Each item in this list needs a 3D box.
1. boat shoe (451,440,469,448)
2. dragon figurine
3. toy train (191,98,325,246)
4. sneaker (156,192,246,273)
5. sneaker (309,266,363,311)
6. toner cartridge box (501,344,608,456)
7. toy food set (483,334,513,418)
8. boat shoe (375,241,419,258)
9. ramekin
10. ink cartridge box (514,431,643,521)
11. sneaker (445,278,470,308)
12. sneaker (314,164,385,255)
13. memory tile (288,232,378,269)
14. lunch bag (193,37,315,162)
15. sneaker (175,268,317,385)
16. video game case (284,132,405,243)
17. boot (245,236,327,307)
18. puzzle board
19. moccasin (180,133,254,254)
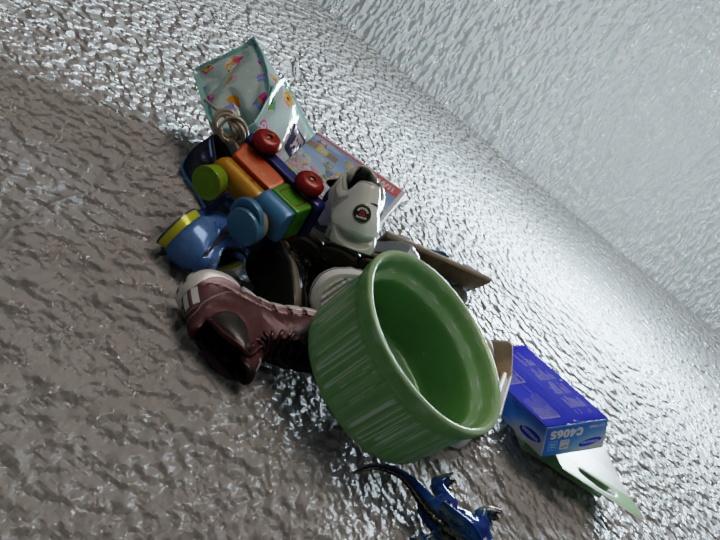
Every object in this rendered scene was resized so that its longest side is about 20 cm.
[{"bbox_3d":[0.141,0.160,1.566,0.073,0.067,0.200,40,16,2],"label":"boat shoe"},{"bbox_3d":[0.085,0.245,1.228,0.199,0.059,0.100,38,16,-6],"label":"dragon figurine"},{"bbox_3d":[-0.142,-0.109,1.416,0.200,0.085,0.115,44,35,15],"label":"toy train"},{"bbox_3d":[-0.155,-0.033,1.430,0.078,0.066,0.200,45,18,0],"label":"sneaker"},{"bbox_3d":[0.007,0.041,1.405,0.199,0.079,0.079,26,7,-42],"label":"sneaker"},{"bbox_3d":[0.218,0.162,1.651,0.094,0.044,0.200,-5,27,-25],"label":"toner cartridge box"},{"bbox_3d":[0.093,0.113,1.459,0.142,0.061,0.200,1,11,12],"label":"toy food set"},{"bbox_3d":[0.000,0.000,1.599,0.199,0.072,0.062,9,-50,50],"label":"boat shoe"},{"bbox_3d":[0.040,0.091,1.275,0.200,0.097,0.201,38,33,-30],"label":"ramekin"},{"bbox_3d":[0.271,0.245,1.668,0.145,0.048,0.200,34,18,-20],"label":"ink cartridge box"},{"bbox_3d":[0.105,0.068,1.687,0.075,0.092,0.200,34,17,-15],"label":"sneaker"},{"bbox_3d":[-0.006,-0.074,1.451,0.073,0.089,0.200,17,5,-14],"label":"sneaker"},{"bbox_3d":[0.011,0.012,1.517,0.198,0.017,0.154,20,-21,23],"label":"memory tile"},{"bbox_3d":[-0.127,-0.180,1.706,0.171,0.121,0.201,62,1,-40],"label":"lunch bag"},{"bbox_3d":[-0.091,0.082,1.273,0.199,0.076,0.116,23,28,-22],"label":"sneaker"},{"bbox_3d":[-0.034,-0.094,1.608,0.142,0.018,0.200,35,32,3],"label":"video game case"},{"bbox_3d":[-0.047,0.043,1.447,0.153,0.074,0.204,34,16,-25],"label":"boot"},{"bbox_3d":[0.089,-0.011,1.757,0.149,0.018,0.200,23,-8,-5],"label":"puzzle board"},{"bbox_3d":[-0.154,-0.094,1.577,0.200,0.068,0.080,49,18,29],"label":"moccasin"}]
